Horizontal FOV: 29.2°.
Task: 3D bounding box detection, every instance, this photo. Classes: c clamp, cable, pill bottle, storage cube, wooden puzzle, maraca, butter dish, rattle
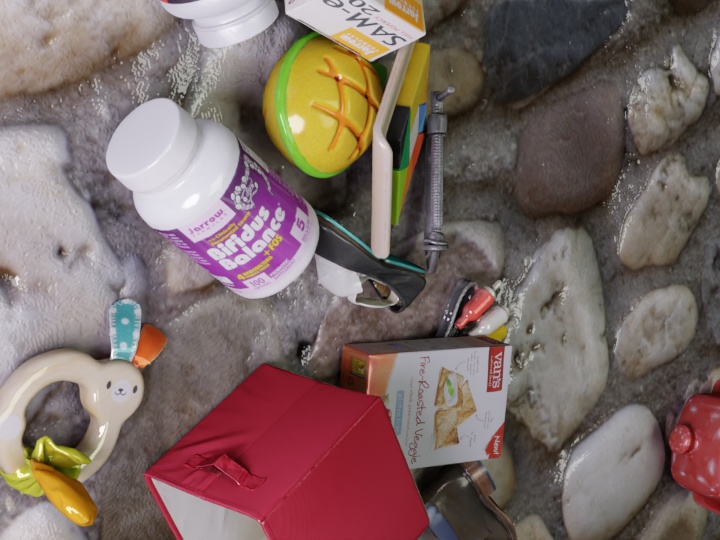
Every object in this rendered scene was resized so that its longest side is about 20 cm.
[{"bbox_3d":[0.077,-0.092,1.463,0.027,0.171,0.201,0,96,-3],"label":"c clamp"},{"bbox_3d":[0.106,0.087,1.589,0.200,0.050,0.097,-47,132,-29],"label":"cable"},{"bbox_3d":[-0.142,-0.298,1.191,0.112,0.112,0.200,-44,128,-31],"label":"pill bottle"},{"bbox_3d":[-0.067,0.222,1.345,0.180,0.171,0.200,-42,127,-33],"label":"storage cube"},{"bbox_3d":[-0.134,-0.066,1.252,0.200,0.112,0.112,41,69,-44],"label":"pill bottle"},{"bbox_3d":[0.041,-0.140,1.375,0.185,0.037,0.200,90,10,-55],"label":"wooden puzzle"},{"bbox_3d":[-0.026,-0.173,1.353,0.200,0.107,0.137,-51,132,-46],"label":"maraca"},{"bbox_3d":[0.513,0.254,1.995,0.148,0.199,0.200,12,90,-24],"label":"butter dish"},{"bbox_3d":[-0.216,0.114,1.192,0.200,0.143,0.130,-35,104,-30],"label":"rattle"}]

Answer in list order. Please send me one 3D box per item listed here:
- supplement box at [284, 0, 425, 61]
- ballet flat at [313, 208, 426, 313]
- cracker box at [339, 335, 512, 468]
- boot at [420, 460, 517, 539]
[{"bbox_3d":[-0.010,-0.316,1.299,0.126,0.073,0.200,20,58,-48],"label":"supplement box"},{"bbox_3d":[0.000,0.000,1.448,0.200,0.068,0.069,28,91,-46],"label":"ballet flat"},{"bbox_3d":[0.071,0.146,1.531,0.200,0.058,0.134,-2,102,-35],"label":"cracker box"},{"bbox_3d":[0.122,0.301,1.661,0.097,0.075,0.200,-35,131,-11],"label":"boot"}]
